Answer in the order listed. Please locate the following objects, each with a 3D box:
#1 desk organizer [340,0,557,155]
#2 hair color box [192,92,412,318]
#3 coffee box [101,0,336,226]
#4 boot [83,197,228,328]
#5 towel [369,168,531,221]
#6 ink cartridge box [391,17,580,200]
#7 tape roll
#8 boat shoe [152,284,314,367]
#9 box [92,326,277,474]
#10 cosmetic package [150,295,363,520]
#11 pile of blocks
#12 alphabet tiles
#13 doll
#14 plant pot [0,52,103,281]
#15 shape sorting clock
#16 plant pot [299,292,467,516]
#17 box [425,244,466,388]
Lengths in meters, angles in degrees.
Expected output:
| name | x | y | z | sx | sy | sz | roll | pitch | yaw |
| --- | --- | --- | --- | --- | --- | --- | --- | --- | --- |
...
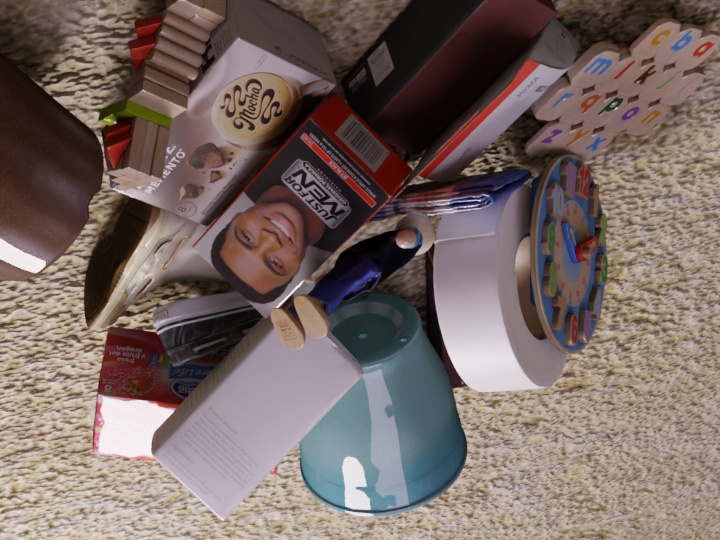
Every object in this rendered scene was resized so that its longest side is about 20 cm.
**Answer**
| name | x | y | z | sx | sy | sz | roll | pitch | yaw |
| --- | --- | --- | --- | --- | --- | --- | --- | --- | --- |
| desk organizer | 0.078 | -0.201 | 1.212 | 0.076 | 0.072 | 0.200 | 17 | 131 | -39 |
| hair color box | -0.055 | -0.055 | 1.215 | 0.101 | 0.061 | 0.200 | 43 | 128 | -4 |
| coffee box | -0.130 | -0.144 | 1.195 | 0.112 | 0.081 | 0.200 | 21 | 128 | -38 |
| boot | -0.187 | -0.002 | 1.360 | 0.153 | 0.073 | 0.200 | 6 | 141 | -34 |
| towel | 0.055 | -0.068 | 1.292 | 0.197 | 0.024 | 0.147 | -8 | -172 | 22 |
| ink cartridge box | 0.118 | -0.136 | 1.218 | 0.057 | 0.201 | 0.162 | 40 | 121 | -9 |
| tape roll | 0.145 | 0.018 | 1.338 | 0.070 | 0.205 | 0.202 | -7 | 149 | 29 |
| boat shoe | -0.123 | 0.058 | 1.362 | 0.198 | 0.072 | 0.072 | -10 | 173 | -39 |
| box | -0.173 | 0.136 | 1.388 | 0.197 | 0.096 | 0.100 | 8 | 134 | -9 |
| cosmetic package | -0.101 | 0.130 | 1.294 | 0.200 | 0.074 | 0.102 | -45 | 103 | 1 |
| pile of blocks | -0.180 | -0.168 | 1.125 | 0.062 | 0.082 | 0.202 | 20 | 94 | -38 |
| alphabet tiles | 0.255 | -0.175 | 1.312 | 0.198 | 0.015 | 0.195 | 1 | 144 | -46 |
| doll | 0.000 | 0.000 | 1.240 | 0.199 | 0.049 | 0.136 | -38 | -173 | -40 |
| plant pot | -0.325 | -0.098 | 1.076 | 0.199 | 0.202 | 0.198 | -33 | 138 | 21 |
| shape sorting clock | 0.216 | -0.017 | 1.358 | 0.039 | 0.203 | 0.200 | -5 | 150 | 29 |
| plant pot | 0.015 | 0.138 | 1.511 | 0.197 | 0.201 | 0.190 | -12 | 124 | -5 |
| box | 0.129 | 0.047 | 1.535 | 0.099 | 0.076 | 0.201 | -13 | 144 | -6 |
